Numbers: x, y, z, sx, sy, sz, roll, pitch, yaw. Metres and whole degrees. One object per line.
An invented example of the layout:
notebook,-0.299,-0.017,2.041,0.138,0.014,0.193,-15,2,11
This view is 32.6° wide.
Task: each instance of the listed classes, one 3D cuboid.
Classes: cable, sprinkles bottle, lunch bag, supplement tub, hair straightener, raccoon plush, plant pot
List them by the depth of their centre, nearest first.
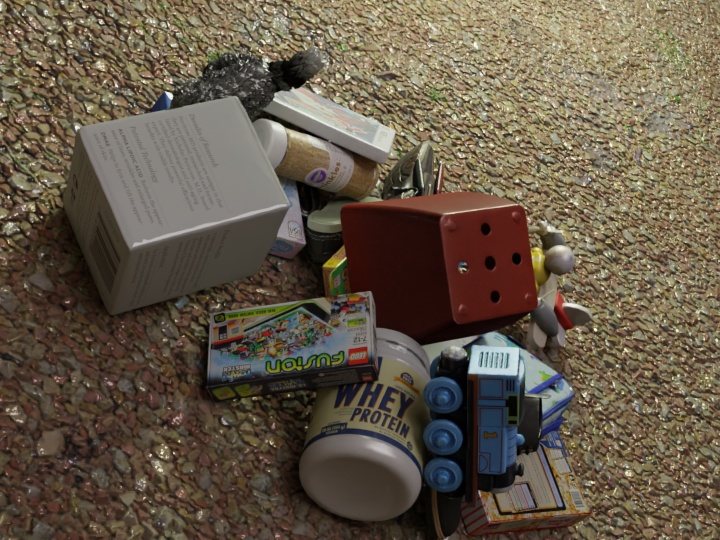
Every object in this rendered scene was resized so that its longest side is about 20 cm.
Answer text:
supplement tub,0.012,0.183,1.484,0.145,0.145,0.200,32,42,-18
plant pot,0.113,-0.004,1.575,0.200,0.176,0.200,-9,91,-31
raccoon plush,-0.158,-0.242,1.591,0.097,0.200,0.134,56,24,-7
lunch bag,0.187,0.166,1.643,0.161,0.083,0.200,39,28,21
sprinkles bottle,-0.067,-0.150,1.684,0.200,0.068,0.068,14,49,-42
hair straightener,0.074,-0.090,1.738,0.077,0.041,0.200,11,44,-1
cable,-0.064,-0.152,1.766,0.097,0.050,0.200,39,38,-7

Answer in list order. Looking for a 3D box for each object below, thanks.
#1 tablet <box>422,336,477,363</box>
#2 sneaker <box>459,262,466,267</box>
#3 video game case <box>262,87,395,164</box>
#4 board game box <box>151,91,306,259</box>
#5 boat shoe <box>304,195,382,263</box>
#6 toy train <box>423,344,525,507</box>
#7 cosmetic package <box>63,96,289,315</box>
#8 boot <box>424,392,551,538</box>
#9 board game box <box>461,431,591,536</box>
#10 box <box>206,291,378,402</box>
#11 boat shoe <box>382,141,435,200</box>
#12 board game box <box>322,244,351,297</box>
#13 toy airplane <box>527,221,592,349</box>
tablet,0.113,0.095,1.752,0.130,0.014,0.200,30,42,-19
sneaker,0.114,-0.040,1.771,0.075,0.087,0.200,13,39,29
video game case,-0.047,-0.218,1.763,0.200,0.023,0.182,24,16,-2
board game box,-0.177,-0.127,1.651,0.200,0.043,0.199,15,50,-33
boat shoe,-0.021,-0.062,1.726,0.072,0.061,0.201,12,19,22
toy train,0.132,0.179,1.419,0.114,0.200,0.087,3,25,11
cosmetic package,-0.218,-0.076,1.436,0.200,0.165,0.165,-16,68,-28
boot,0.156,0.237,1.514,0.077,0.138,0.200,-19,114,-74
board game box,0.205,0.273,1.660,0.200,0.046,0.152,6,55,-39
box,-0.080,0.090,1.463,0.035,0.200,0.110,73,11,-51
boat shoe,0.078,-0.110,1.855,0.073,0.074,0.200,40,48,-22
board game box,0.000,0.000,1.675,0.200,0.030,0.096,-49,140,-52
toy airplane,0.278,0.019,1.862,0.199,0.141,0.200,-4,61,-44
